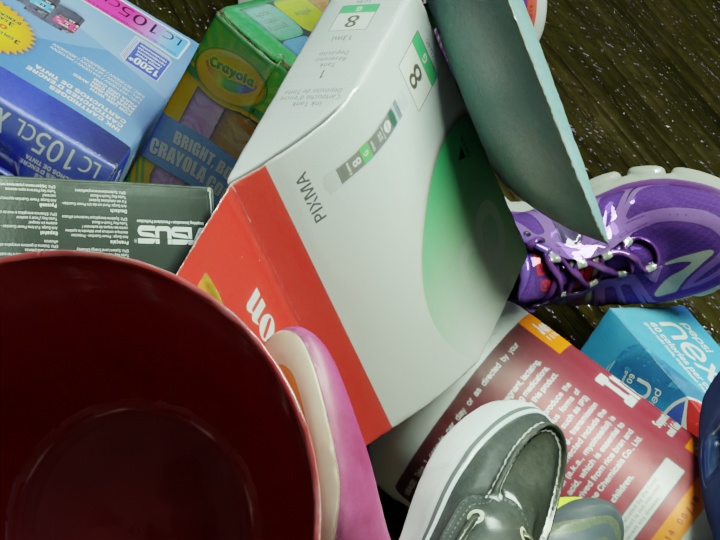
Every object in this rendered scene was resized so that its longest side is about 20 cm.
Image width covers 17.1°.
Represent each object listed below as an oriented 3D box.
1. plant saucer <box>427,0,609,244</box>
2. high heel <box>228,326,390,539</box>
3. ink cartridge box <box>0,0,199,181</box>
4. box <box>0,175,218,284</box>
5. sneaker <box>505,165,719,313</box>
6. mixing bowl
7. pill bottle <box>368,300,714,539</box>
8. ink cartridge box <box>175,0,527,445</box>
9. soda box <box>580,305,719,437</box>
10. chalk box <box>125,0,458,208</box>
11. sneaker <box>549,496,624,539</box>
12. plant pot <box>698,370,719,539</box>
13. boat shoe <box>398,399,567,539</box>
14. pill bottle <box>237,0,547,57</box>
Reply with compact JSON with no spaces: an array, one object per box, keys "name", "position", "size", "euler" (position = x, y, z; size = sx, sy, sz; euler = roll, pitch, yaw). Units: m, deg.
[{"name":"plant saucer","position":[0.063,-0.100,1.107],"size":[0.201,0.039,0.201],"euler":[-21,90,-83]},{"name":"high heel","position":[0.005,0.117,0.988],"size":[0.096,0.067,0.200],"euler":[-12,92,-44]},{"name":"ink cartridge box","position":[-0.176,-0.085,1.223],"size":[0.136,0.076,0.200],"euler":[30,30,-3]},{"name":"box","position":[-0.194,-0.008,0.982],"size":[0.200,0.048,0.193],"euler":[2,-5,-43]},{"name":"sneaker","position":[0.116,-0.003,1.308],"size":[0.200,0.081,0.083],"euler":[-7,19,10]},{"name":"mixing bowl","position":[-0.102,0.099,0.918],"size":[0.200,0.200,0.108],"euler":[40,0,15]},{"name":"pill bottle","position":[0.079,0.087,1.156],"size":[0.200,0.113,0.113],"euler":[37,29,8]},{"name":"ink cartridge box","position":[0.000,0.000,1.035],"size":[0.050,0.161,0.200],"euler":[-3,41,28]},{"name":"soda box","position":[0.196,0.108,1.292],"size":[0.068,0.064,0.200],"euler":[1,40,-44]},{"name":"chalk box","position":[-0.020,-0.063,1.204],"size":[0.124,0.200,0.124],"euler":[41,29,18]},{"name":"sneaker","position":[0.090,0.166,1.006],"size":[0.081,0.074,0.200],"euler":[-4,32,22]},{"name":"plant pot","position":[0.263,0.097,1.028],"size":[0.200,0.200,0.180],"euler":[29,41,-6]},{"name":"boat shoe","position":[0.044,0.130,0.948],"size":[0.200,0.057,0.069],"euler":[-57,131,-38]},{"name":"pill bottle","position":[0.019,-0.169,1.505],"size":[0.200,0.113,0.112],"euler":[-5,45,-49]}]
